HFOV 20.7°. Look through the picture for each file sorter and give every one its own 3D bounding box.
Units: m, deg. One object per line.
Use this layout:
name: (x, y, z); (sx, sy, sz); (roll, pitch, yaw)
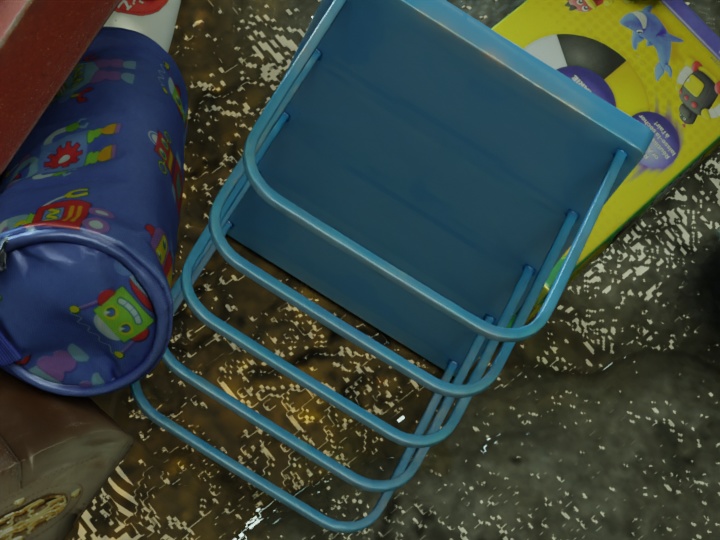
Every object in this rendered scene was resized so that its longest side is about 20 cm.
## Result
file sorter: (0.000, 0.000, 0.805); (0.138, 0.200, 0.123); (32, 55, -1)

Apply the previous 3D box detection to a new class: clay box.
clay box: (0.092, -0.064, 0.951); (0.115, 0.048, 0.200); (46, 62, 7)

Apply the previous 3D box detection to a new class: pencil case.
pencil case: (-0.115, -0.027, 0.809); (0.086, 0.079, 0.201); (-16, 30, 8)

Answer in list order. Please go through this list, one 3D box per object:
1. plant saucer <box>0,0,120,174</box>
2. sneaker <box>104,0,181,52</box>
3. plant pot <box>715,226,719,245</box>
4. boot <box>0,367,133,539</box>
plant saucer: (-0.122, -0.137, 0.806); (0.037, 0.201, 0.200); (29, 19, -23)
sneaker: (-0.102, -0.175, 0.907); (0.067, 0.108, 0.203); (16, 65, -9)
plant pot: (0.285, 0.032, 0.903); (0.199, 0.200, 0.175); (-19, 90, -22)
boot: (-0.210, 0.053, 0.771); (0.185, 0.065, 0.200); (-26, 56, -26)
